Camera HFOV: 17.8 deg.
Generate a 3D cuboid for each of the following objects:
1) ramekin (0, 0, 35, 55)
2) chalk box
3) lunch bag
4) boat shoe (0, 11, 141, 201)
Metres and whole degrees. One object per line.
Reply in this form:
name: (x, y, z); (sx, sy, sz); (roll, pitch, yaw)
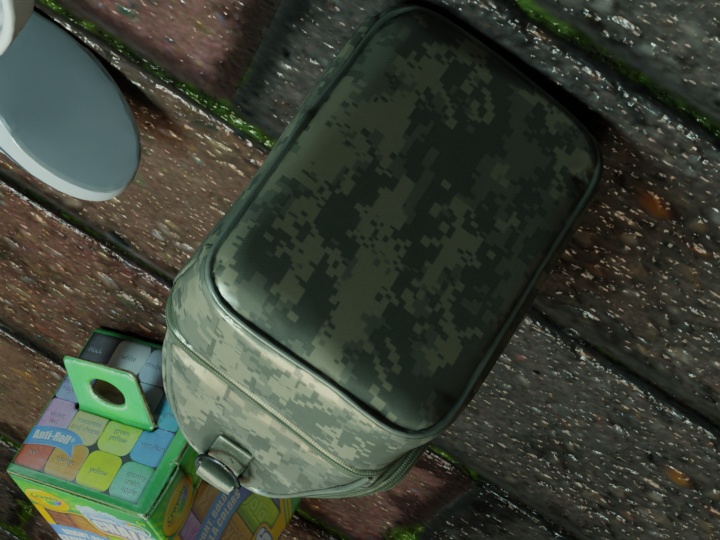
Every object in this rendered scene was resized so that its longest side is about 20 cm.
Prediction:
ramekin: (-0.213, -0.196, 1.032); (0.199, 0.105, 0.201); (26, 155, 13)
chalk box: (-0.143, 0.130, 1.549); (0.124, 0.124, 0.200); (14, 151, 32)
lunch bag: (0.000, 0.000, 1.054); (0.139, 0.201, 0.168); (36, 152, -6)
boat shoe: (-0.210, -0.104, 1.242); (0.201, 0.075, 0.086); (38, 155, -9)
